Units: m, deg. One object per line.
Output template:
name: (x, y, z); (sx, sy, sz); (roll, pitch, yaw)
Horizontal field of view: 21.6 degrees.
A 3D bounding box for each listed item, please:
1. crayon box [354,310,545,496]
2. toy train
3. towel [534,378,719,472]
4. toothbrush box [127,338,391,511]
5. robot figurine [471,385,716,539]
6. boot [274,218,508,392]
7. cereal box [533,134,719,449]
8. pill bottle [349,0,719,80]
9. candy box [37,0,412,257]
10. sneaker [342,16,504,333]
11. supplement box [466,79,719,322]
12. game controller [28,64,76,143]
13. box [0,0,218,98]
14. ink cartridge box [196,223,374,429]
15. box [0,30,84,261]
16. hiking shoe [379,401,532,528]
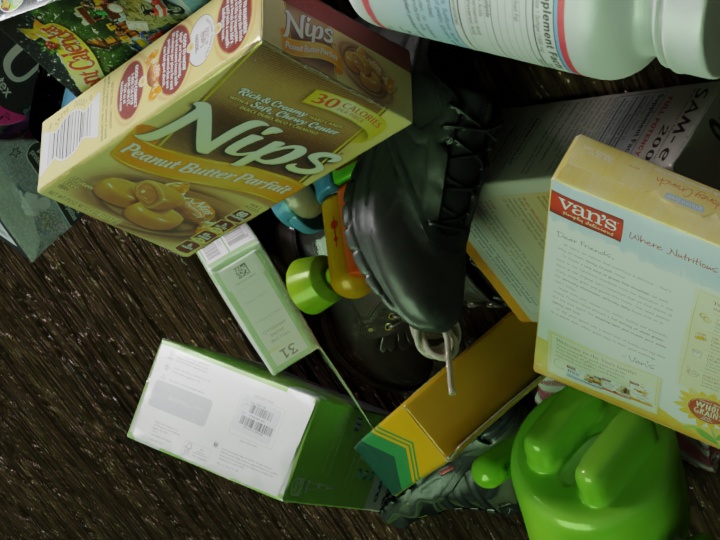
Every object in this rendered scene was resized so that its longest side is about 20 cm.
crayon box: (0.075, 0.085, 1.297); (0.051, 0.127, 0.200); (50, 161, 4)
toy train: (0.000, 0.000, 1.192); (0.116, 0.200, 0.085); (-26, 152, 38)
towel: (0.180, 0.065, 1.299); (0.146, 0.030, 0.200); (21, 150, 23)
toothbrush box: (-0.068, 0.126, 1.501); (0.145, 0.086, 0.200); (19, 178, 25)
robot figurine: (0.168, 0.156, 1.311); (0.175, 0.116, 0.200); (29, 157, 28)
boot: (0.042, 0.017, 1.326); (0.174, 0.069, 0.200); (0, 137, 44)
cereal box: (0.173, 0.020, 1.069); (0.144, 0.040, 0.200); (24, 149, 16)
pill bottle: (0.097, -0.159, 0.955); (0.200, 0.109, 0.109); (17, 148, 27)
candy box: (-0.080, -0.085, 1.079); (0.115, 0.055, 0.200); (24, 142, -38)
sneaker: (0.040, -0.064, 1.097); (0.091, 0.200, 0.076); (-14, 168, 38)
supplement box: (0.152, -0.036, 1.123); (0.200, 0.074, 0.126); (-2, 136, 47)
game controller: (-0.159, -0.114, 1.220); (0.104, 0.042, 0.200); (33, 152, 1)
box: (-0.099, -0.124, 1.105); (0.136, 0.038, 0.200); (-16, 146, 24)
ink cartridge box: (-0.066, 0.035, 1.396); (0.200, 0.048, 0.146); (62, 175, -30)
box: (-0.270, -0.128, 1.346); (0.132, 0.115, 0.200); (29, 157, 44)
hiking shoe: (0.091, 0.169, 1.487); (0.101, 0.076, 0.200); (34, 142, -12)
